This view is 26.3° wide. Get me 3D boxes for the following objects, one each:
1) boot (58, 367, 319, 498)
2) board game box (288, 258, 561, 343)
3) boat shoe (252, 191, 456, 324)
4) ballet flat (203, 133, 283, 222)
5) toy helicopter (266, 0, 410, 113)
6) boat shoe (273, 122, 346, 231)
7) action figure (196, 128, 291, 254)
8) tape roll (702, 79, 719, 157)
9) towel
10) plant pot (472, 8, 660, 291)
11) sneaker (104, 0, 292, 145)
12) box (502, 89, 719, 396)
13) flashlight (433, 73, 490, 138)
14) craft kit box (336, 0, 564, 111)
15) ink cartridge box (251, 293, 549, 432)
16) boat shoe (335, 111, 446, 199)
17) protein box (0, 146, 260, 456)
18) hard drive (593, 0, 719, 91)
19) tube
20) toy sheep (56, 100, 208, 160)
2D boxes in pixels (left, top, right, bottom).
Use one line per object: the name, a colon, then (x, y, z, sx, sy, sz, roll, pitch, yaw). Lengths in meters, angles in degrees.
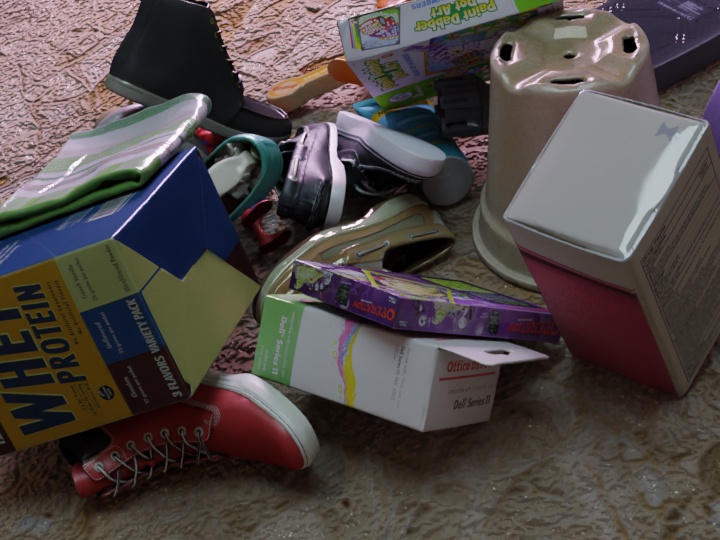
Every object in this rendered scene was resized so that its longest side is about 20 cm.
boot: (-0.138, 0.140, 1.181, 0.199, 0.073, 0.144, 15, 44, 41)
board game box: (0.054, 0.025, 1.205, 0.199, 0.033, 0.119, 8, 4, -45)
boat shoe: (0.000, 0.000, 1.326, 0.199, 0.072, 0.076, -34, 55, -27)
ballet flat: (-0.150, -0.047, 1.325, 0.200, 0.070, 0.067, -44, 75, -3)
toy helicopter: (-0.004, -0.205, 1.583, 0.198, 0.079, 0.133, -23, 31, 7)
boat shoe: (-0.054, -0.095, 1.414, 0.060, 0.076, 0.200, 11, 16, -12)
action figure: (-0.116, -0.096, 1.477, 0.052, 0.066, 0.200, -37, 41, 2)
tape roll: (0.378, -0.109, 1.257, 0.198, 0.201, 0.085, -23, 39, -16)
towel: (-0.212, -0.093, 1.275, 0.148, 0.031, 0.200, -20, 17, 17)
plant pot: (0.186, -0.114, 1.324, 0.198, 0.185, 0.201, -7, 37, 5)
sneaker: (-0.131, -0.187, 1.433, 0.199, 0.107, 0.075, 16, 13, -39)
box: (0.206, -0.018, 1.162, 0.108, 0.200, 0.128, 21, 68, 35)
flashlight: (0.169, -0.166, 1.442, 0.198, 0.069, 0.068, -4, 9, -3)
craft kit box: (0.092, -0.211, 1.412, 0.195, 0.200, 0.049, -13, 81, 10)
ink cartridge box: (0.031, 0.073, 1.181, 0.198, 0.068, 0.117, 16, 8, 31)
boat shoe: (0.017, -0.097, 1.408, 0.071, 0.068, 0.200, 15, 8, -25)
protein box: (-0.215, 0.024, 1.213, 0.198, 0.136, 0.199, -18, 19, 20)
hard drive: (0.293, -0.235, 1.565, 0.199, 0.043, 0.135, -28, 41, -20)
tube: (0.055, -0.129, 1.496, 0.077, 0.051, 0.200, -11, 32, -12)
toy sheep: (-0.199, -0.080, 1.429, 0.137, 0.139, 0.201, -22, 54, -14)
